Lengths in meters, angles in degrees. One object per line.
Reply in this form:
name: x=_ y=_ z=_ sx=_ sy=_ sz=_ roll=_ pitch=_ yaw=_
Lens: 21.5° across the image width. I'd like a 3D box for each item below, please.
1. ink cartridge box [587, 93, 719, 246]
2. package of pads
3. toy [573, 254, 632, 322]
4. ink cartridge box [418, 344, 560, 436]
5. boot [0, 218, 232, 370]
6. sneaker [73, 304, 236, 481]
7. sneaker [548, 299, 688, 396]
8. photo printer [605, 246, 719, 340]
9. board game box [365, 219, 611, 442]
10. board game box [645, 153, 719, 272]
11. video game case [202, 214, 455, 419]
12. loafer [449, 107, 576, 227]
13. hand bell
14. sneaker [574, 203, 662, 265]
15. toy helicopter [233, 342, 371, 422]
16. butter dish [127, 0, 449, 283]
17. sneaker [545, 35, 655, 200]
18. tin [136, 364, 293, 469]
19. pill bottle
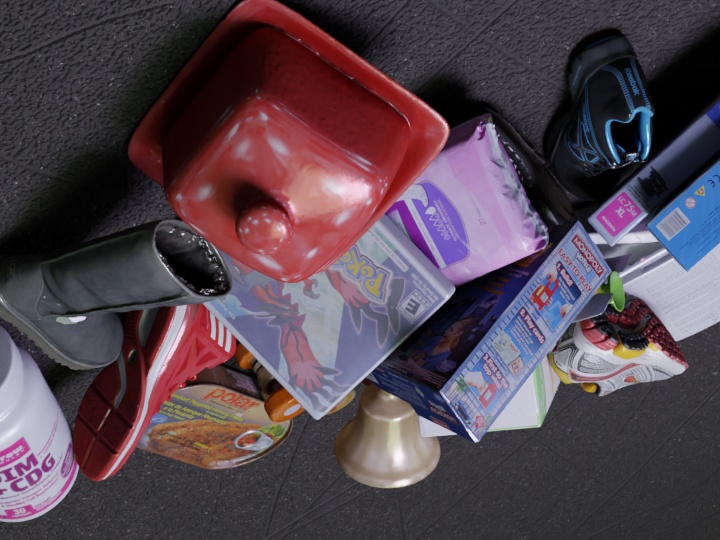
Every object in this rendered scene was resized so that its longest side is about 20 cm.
ink cartridge box: x=0.292 y=-0.109 z=1.680 sx=0.200 sy=0.042 sz=0.119 roll=-46 pitch=177 yaw=21
package of pads: x=0.047 y=-0.039 z=1.590 sx=0.199 sy=0.121 sz=0.076 roll=-24 pitch=-169 yaw=20
toy: x=0.146 y=0.044 z=1.706 sx=0.198 sy=0.115 sz=0.048 roll=-16 pitch=110 yaw=29
ink cartridge box: x=0.125 y=0.096 z=1.798 sx=0.116 sy=0.068 sz=0.200 roll=-6 pitch=-170 yaw=14
boot: x=-0.188 y=0.018 z=1.545 sx=0.198 sy=0.073 sz=0.181 roll=-15 pitch=154 yaw=27
sneaker: x=-0.172 y=0.102 z=1.694 sx=0.115 sy=0.078 sz=0.201 roll=10 pitch=115 yaw=-47
sneaker: x=0.244 y=0.076 z=1.809 sx=0.082 sy=0.078 sz=0.199 roll=-43 pitch=150 yaw=23
photo printer: x=0.325 y=-0.001 z=1.899 sx=0.165 sy=0.070 sz=0.200 roll=-30 pitch=148 yaw=13
board game box: x=0.106 y=0.037 z=1.616 sx=0.200 sy=0.200 sz=0.062 roll=-42 pitch=113 yaw=-13
board game box: x=0.354 y=-0.101 z=1.671 sx=0.200 sy=0.056 sz=0.196 roll=-43 pitch=177 yaw=21
video game case: x=-0.048 y=0.001 z=1.575 sx=0.182 sy=0.200 sz=0.023 roll=-44 pitch=-178 yaw=31
loafer: x=0.131 y=-0.079 z=1.669 sx=0.072 sy=0.072 sz=0.200 roll=-19 pitch=135 yaw=21
hand bell: x=0.027 y=0.094 z=1.769 sx=0.103 sy=0.104 sz=0.202 roll=-12 pitch=129 yaw=-16
sneaker: x=0.221 y=-0.002 z=1.800 sx=0.198 sy=0.071 sz=0.100 roll=-11 pitch=117 yaw=-7
toy helicopter: x=-0.034 y=0.095 z=1.838 sx=0.132 sy=0.079 sz=0.200 roll=-33 pitch=159 yaw=-1
butter dish: x=-0.063 y=-0.069 z=1.433 sx=0.199 sy=0.148 sz=0.200 roll=33 pitch=123 yaw=-17
sneaker: x=0.211 y=-0.112 z=1.650 sx=0.073 sy=0.082 sz=0.201 roll=-20 pitch=150 yaw=-10
tin: x=-0.148 y=0.140 z=1.845 sx=0.111 sy=0.042 sz=0.199 roll=-32 pitch=148 yaw=22
pill bottle: x=-0.320 y=0.128 z=1.644 sx=0.112 sy=0.114 sz=0.201 roll=-20 pitch=148 yaw=-4
